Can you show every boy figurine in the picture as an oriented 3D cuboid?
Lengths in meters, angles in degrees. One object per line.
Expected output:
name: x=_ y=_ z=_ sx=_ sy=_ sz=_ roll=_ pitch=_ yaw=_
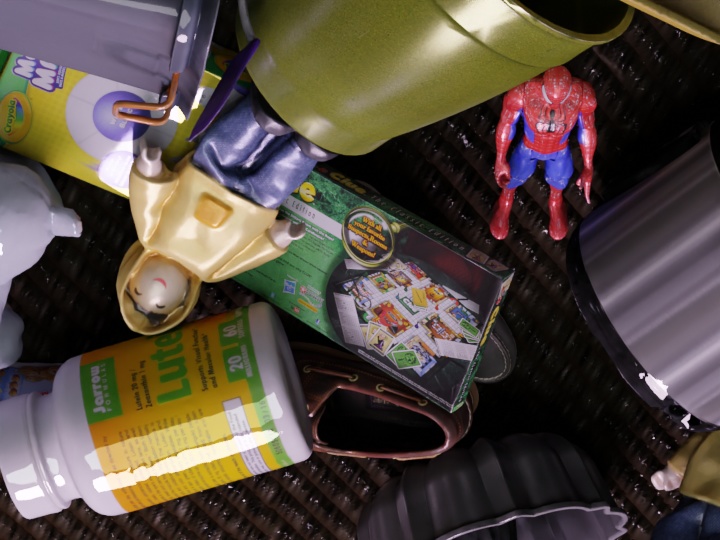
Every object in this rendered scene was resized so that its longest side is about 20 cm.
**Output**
boy figurine: x=-0.102 y=-0.040 z=1.461 sx=0.124 sy=0.065 sz=0.200 roll=33 pitch=117 yaw=-21
boy figurine: x=0.266 y=0.153 z=1.587 sx=0.124 sy=0.200 sz=0.065 roll=13 pitch=144 yaw=44

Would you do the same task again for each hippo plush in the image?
hippo plush: x=-0.278 y=-0.013 z=1.474 sx=0.159 sy=0.200 sz=0.161 roll=25 pitch=103 yaw=-7

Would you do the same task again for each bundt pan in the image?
bundt pan: x=0.088 y=0.177 z=1.612 sx=0.201 sy=0.076 sz=0.202 roll=-14 pitch=156 yaw=-6

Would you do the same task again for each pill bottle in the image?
pill bottle: x=-0.140 y=0.100 z=1.506 sx=0.199 sy=0.111 sz=0.111 roll=-17 pitch=122 yaw=4

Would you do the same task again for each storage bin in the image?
storage bin: x=-0.153 y=-0.168 z=1.337 sx=0.134 sy=0.200 sz=0.146 roll=10 pitch=80 yaw=-6

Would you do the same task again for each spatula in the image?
spatula: x=-0.066 y=-0.173 z=1.341 sx=0.020 sy=0.201 sz=0.056 roll=16 pitch=165 yaw=-18

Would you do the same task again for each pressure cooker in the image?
pressure cooker: x=0.258 y=-0.011 z=1.467 sx=0.200 sy=0.176 sz=0.178 roll=-37 pitch=120 yaw=26

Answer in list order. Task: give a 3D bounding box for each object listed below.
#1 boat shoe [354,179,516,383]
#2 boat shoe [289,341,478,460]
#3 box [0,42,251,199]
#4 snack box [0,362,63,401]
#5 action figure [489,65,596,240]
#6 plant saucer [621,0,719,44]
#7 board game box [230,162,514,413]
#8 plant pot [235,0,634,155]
boat shoe: x=0.038 y=0.022 z=1.558 sx=0.067 sy=0.057 sz=0.200 roll=-34 pitch=117 yaw=20
boat shoe: x=-0.019 y=0.095 z=1.575 sx=0.199 sy=0.070 sz=0.071 roll=0 pitch=117 yaw=20
box: x=-0.165 y=-0.116 z=1.475 sx=0.199 sy=0.048 sz=0.118 roll=23 pitch=121 yaw=-12
snack box: x=-0.234 y=0.095 z=1.598 sx=0.199 sy=0.072 sz=0.024 roll=1 pitch=125 yaw=-1
action figure: x=0.119 y=-0.076 z=1.445 sx=0.065 sy=0.052 sz=0.200 roll=5 pitch=152 yaw=2
plant saucer: x=0.138 y=-0.246 z=1.299 sx=0.199 sy=0.201 sz=0.048 roll=20 pitch=158 yaw=-36
board game box: x=0.000 y=0.000 z=1.477 sx=0.200 sy=0.023 sz=0.105 roll=31 pitch=119 yaw=21
plant pot: x=0.030 y=-0.173 z=1.367 sx=0.200 sy=0.201 sz=0.193 roll=38 pitch=128 yaw=-22
